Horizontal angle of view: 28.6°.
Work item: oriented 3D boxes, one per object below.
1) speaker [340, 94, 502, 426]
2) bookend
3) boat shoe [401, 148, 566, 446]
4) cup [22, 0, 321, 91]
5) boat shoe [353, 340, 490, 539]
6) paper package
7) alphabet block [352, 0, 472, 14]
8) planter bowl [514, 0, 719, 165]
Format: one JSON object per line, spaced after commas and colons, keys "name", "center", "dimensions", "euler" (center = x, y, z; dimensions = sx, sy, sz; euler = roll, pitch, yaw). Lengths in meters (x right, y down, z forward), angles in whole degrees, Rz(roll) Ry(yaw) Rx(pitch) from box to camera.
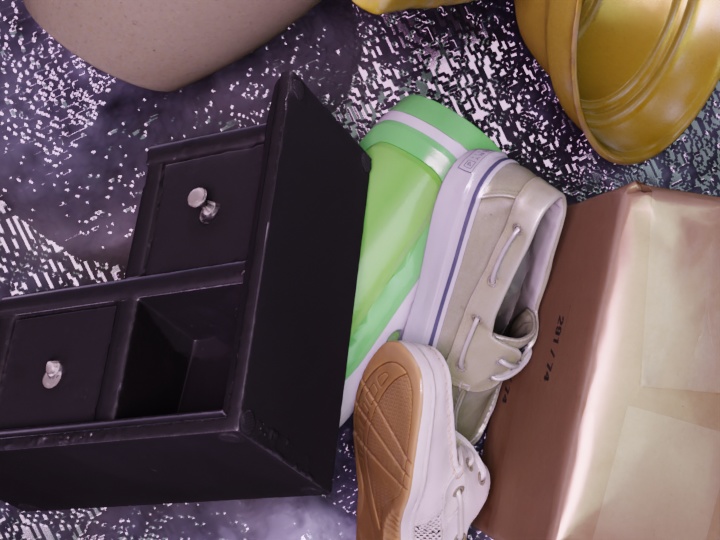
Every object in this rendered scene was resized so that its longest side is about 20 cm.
{"name": "speaker", "center": [0.000, 0.000, 0.812], "dimensions": [0.088, 0.088, 0.200], "euler": [36, 83, -7]}
{"name": "bookend", "center": [-0.109, 0.017, 0.753], "dimensions": [0.198, 0.092, 0.200], "euler": [-7, 60, 27]}
{"name": "boat shoe", "center": [0.066, 0.031, 0.787], "dimensions": [0.072, 0.062, 0.200], "euler": [-28, 135, -40]}
{"name": "cup", "center": [-0.104, -0.183, 0.760], "dimensions": [0.200, 0.200, 0.143], "euler": [32, 110, -8]}
{"name": "boat shoe", "center": [0.038, 0.116, 0.792], "dimensions": [0.069, 0.071, 0.200], "euler": [-12, 130, -19]}
{"name": "paper package", "center": [0.145, 0.065, 0.782], "dimensions": [0.103, 0.191, 0.200], "euler": [13, 85, -7]}
{"name": "alphabet block", "center": [0.038, -0.259, 0.649], "dimensions": [0.195, 0.196, 0.200], "euler": [48, 119, 12]}
{"name": "planter bowl", "center": [0.148, -0.169, 0.824], "dimensions": [0.200, 0.083, 0.201], "euler": [-28, 129, -40]}
